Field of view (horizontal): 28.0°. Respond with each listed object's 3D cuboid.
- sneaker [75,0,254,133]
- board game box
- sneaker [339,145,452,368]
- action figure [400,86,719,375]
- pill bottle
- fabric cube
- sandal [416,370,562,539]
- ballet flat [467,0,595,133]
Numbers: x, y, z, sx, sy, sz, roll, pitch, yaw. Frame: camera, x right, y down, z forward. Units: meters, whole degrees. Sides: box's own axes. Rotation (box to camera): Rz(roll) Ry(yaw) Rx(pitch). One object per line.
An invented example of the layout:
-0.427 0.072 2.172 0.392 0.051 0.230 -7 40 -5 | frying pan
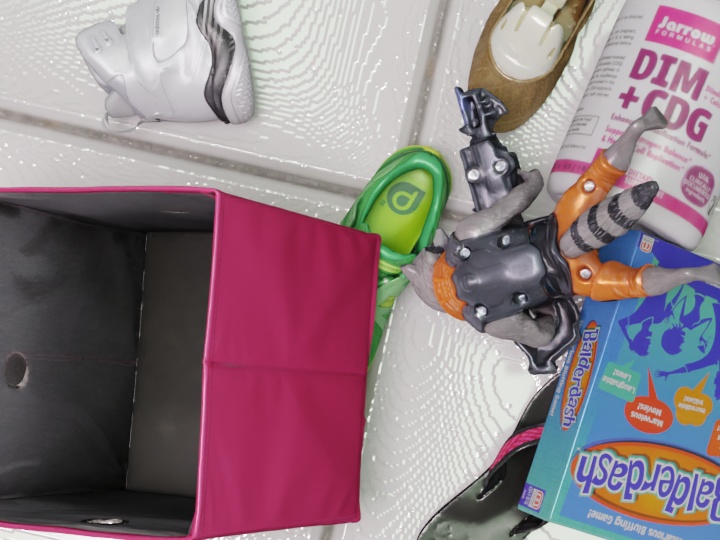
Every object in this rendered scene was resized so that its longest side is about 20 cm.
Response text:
-0.146 -0.193 1.015 0.114 0.075 0.201 -12 89 -4 | sneaker
0.207 0.090 0.983 0.152 0.045 0.201 19 86 -24 | board game box
0.000 0.000 0.998 0.074 0.084 0.201 25 87 1 | sneaker
0.108 -0.035 0.913 0.193 0.105 0.201 -25 85 27 | action figure
0.216 -0.123 0.992 0.113 0.113 0.201 23 86 2 | pill bottle
-0.122 0.058 0.904 0.195 0.199 0.201 1 85 27 | fabric cube
0.120 0.146 1.006 0.075 0.045 0.200 43 87 3 | sandal
0.137 -0.191 1.017 0.068 0.072 0.200 34 87 3 | ballet flat
